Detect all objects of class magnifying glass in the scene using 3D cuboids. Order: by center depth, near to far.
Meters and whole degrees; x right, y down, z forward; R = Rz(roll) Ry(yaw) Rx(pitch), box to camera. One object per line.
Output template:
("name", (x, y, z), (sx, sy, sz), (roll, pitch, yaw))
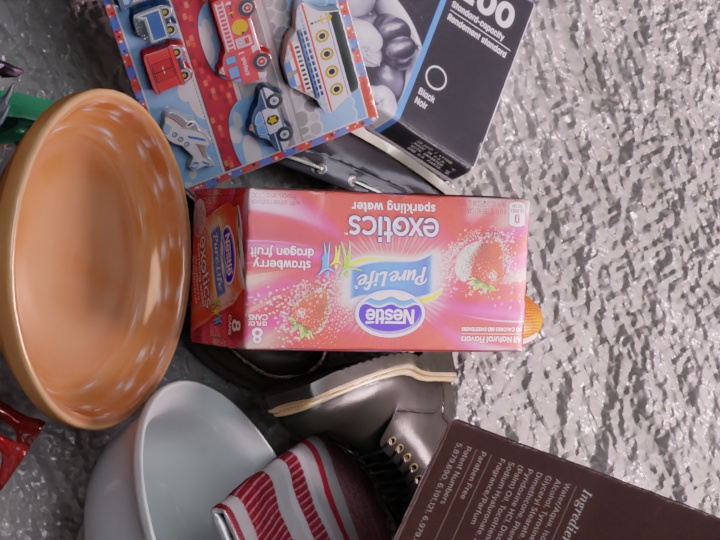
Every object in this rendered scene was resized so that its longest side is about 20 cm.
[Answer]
("magnifying glass", (-0.203, -0.095, 1.452), (0.199, 0.079, 0.023), (-6, 80, -42))

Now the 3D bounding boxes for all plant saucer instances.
("plant saucer", (-0.165, -0.007, 1.357), (0.200, 0.037, 0.202), (2, 90, -65))

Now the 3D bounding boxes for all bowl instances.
("bowl", (-0.111, 0.177, 1.398), (0.201, 0.090, 0.202), (47, 29, -38))

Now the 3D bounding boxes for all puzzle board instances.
("puzzle board", (-0.078, -0.150, 1.457), (0.150, 0.017, 0.201), (-21, 127, -6))

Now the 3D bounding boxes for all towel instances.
("towel", (-0.022, 0.184, 1.446), (0.145, 0.023, 0.200), (65, 22, -1))

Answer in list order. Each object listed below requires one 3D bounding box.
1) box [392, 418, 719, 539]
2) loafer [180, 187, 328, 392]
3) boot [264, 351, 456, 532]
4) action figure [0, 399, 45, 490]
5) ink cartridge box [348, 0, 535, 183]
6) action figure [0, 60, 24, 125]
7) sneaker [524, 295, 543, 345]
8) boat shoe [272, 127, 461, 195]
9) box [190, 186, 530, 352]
("box", (0.120, 0.223, 1.403), (0.199, 0.166, 0.165), (19, 67, 21))
("loafer", (-0.095, 0.007, 1.483), (0.200, 0.071, 0.073), (40, 62, -16))
("boot", (0.018, 0.125, 1.485), (0.199, 0.077, 0.140), (-6, 84, -57))
("action figure", (-0.287, 0.061, 1.361), (0.199, 0.052, 0.066), (35, 25, -5))
("ink cartridge box", (0.027, -0.196, 1.623), (0.197, 0.043, 0.201), (30, 63, -20))
("action figure", (-0.254, -0.031, 1.307), (0.069, 0.130, 0.202), (20, 93, 19))
("sneaker", (0.047, 0.003, 1.540), (0.199, 0.073, 0.078), (18, 102, -30))
("boat shoe", (0.005, -0.059, 1.572), (0.199, 0.073, 0.063), (34, 88, -19))
("box", (0.000, 0.000, 1.437), (0.198, 0.095, 0.101), (2, 91, -26))
